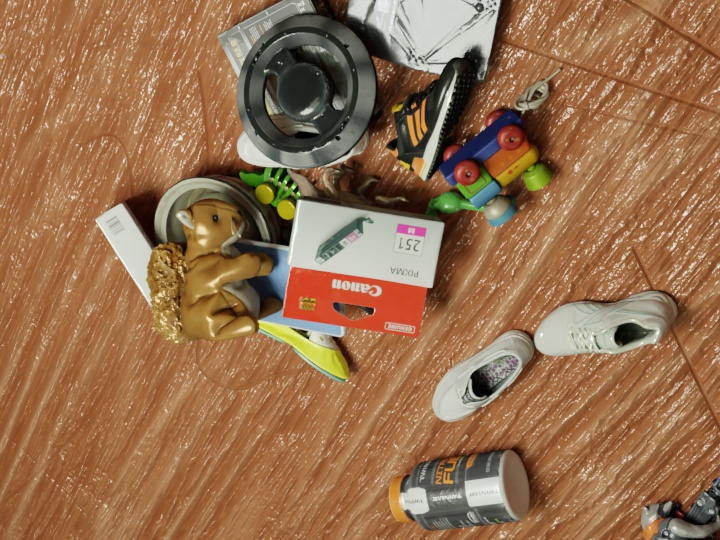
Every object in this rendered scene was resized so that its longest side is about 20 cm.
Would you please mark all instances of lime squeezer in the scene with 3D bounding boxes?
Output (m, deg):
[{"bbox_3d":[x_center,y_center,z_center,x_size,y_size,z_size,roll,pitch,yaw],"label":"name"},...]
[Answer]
[{"bbox_3d":[0.115,-0.072,1.575,0.200,0.038,0.071,-25,133,30],"label":"lime squeezer"}]

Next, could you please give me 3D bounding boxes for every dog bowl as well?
[{"bbox_3d":[-0.204,-0.056,1.697,0.200,0.074,0.201,10,117,21],"label":"dog bowl"}]

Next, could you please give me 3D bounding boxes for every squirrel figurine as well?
[{"bbox_3d":[-0.224,-0.001,1.582,0.199,0.142,0.187,-13,99,21],"label":"squirrel figurine"}]

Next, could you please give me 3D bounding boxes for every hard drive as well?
[{"bbox_3d":[0.082,-0.328,1.457,0.200,0.042,0.135,18,120,15],"label":"hard drive"}]

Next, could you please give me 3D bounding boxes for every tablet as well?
[{"bbox_3d":[-0.111,0.022,1.628,0.200,0.014,0.130,10,118,29],"label":"tablet"}]

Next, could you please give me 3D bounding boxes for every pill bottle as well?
[{"bbox_3d":[0.143,0.333,1.702,0.200,0.106,0.106,-14,107,28],"label":"pill bottle"}]

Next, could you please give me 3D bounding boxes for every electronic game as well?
[{"bbox_3d":[-0.071,-0.233,1.482,0.199,0.042,0.201,0,89,21],"label":"electronic game"}]

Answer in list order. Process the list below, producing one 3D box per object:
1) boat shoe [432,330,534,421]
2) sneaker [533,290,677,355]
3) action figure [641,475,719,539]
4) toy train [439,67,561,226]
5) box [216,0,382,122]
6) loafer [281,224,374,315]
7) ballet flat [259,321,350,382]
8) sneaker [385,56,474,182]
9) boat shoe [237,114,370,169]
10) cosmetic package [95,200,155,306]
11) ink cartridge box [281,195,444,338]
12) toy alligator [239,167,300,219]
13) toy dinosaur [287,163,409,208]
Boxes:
[{"bbox_3d":[0.171,0.164,1.633,0.200,0.069,0.072,-37,95,33],"label":"boat shoe"},{"bbox_3d":[0.320,0.079,1.520,0.200,0.080,0.071,-17,107,31],"label":"sneaker"},{"bbox_3d":[0.471,0.376,1.566,0.193,0.104,0.200,36,123,39],"label":"action figure"},{"bbox_3d":[0.212,-0.154,1.469,0.200,0.085,0.116,-39,113,9],"label":"toy train"},{"bbox_3d":[-0.083,-0.268,1.556,0.158,0.048,0.200,-20,104,32],"label":"box"},{"bbox_3d":[-0.033,0.008,1.658,0.200,0.073,0.071,36,129,15],"label":"loafer"},{"bbox_3d":[-0.091,0.093,1.726,0.200,0.067,0.067,31,101,10],"label":"ballet flat"},{"bbox_3d":[0.081,-0.205,1.478,0.090,0.070,0.200,31,142,13],"label":"sneaker"},{"bbox_3d":[-0.088,-0.172,1.536,0.199,0.065,0.074,-7,112,26],"label":"boat shoe"},{"bbox_3d":[-0.328,-0.009,1.732,0.052,0.151,0.200,-33,100,-8],"label":"cosmetic package"},{"bbox_3d":[0.000,0.000,1.529,0.199,0.044,0.174,9,102,-4],"label":"ink cartridge box"},{"bbox_3d":[-0.083,-0.101,1.628,0.200,0.059,0.054,34,123,6],"label":"toy alligator"},{"bbox_3d":[-0.021,-0.068,1.574,0.200,0.086,0.136,22,103,-11],"label":"toy dinosaur"}]
